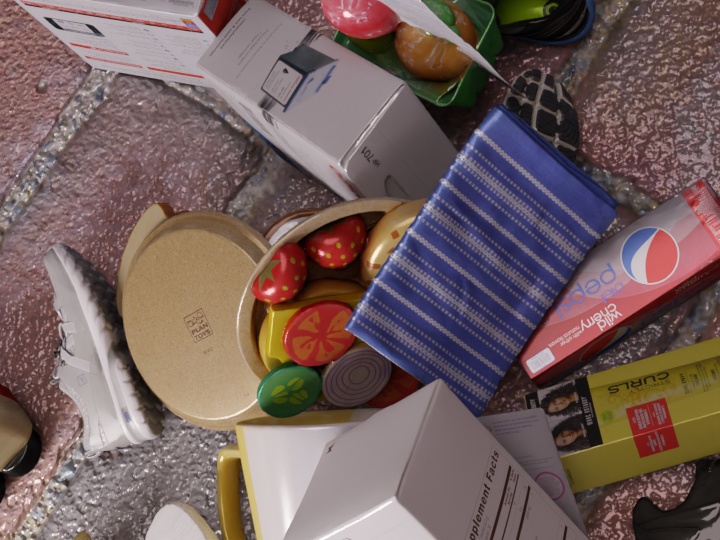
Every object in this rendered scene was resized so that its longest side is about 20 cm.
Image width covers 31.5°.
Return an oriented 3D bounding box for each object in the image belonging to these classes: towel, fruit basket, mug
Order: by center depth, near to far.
[{"bbox_3d":[0.095,-0.004,0.950,0.201,0.144,0.024,-56,29,-1],"label":"towel"},{"bbox_3d":[0.026,-0.205,0.986,0.184,0.200,0.095,31,89,32],"label":"fruit basket"},{"bbox_3d":[-0.026,0.192,1.020,0.147,0.186,0.156,-3,88,-18],"label":"mug"}]

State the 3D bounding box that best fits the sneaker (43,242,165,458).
[{"bbox_3d":[-0.248,0.069,1.131,0.081,0.075,0.202,-27,71,7],"label":"sneaker"}]

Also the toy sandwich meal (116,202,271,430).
[{"bbox_3d":[-0.124,0.038,1.091,0.202,0.070,0.209,6,102,27],"label":"toy sandwich meal"}]

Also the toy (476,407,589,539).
[{"bbox_3d":[0.125,0.196,0.969,0.114,0.047,0.203,-14,101,31],"label":"toy"}]

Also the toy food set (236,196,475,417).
[{"bbox_3d":[0.000,0.031,0.991,0.197,0.200,0.049,-9,39,-21],"label":"toy food set"}]

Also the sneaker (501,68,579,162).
[{"bbox_3d":[0.123,-0.078,1.057,0.077,0.079,0.202,28,65,-19],"label":"sneaker"}]

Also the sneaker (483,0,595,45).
[{"bbox_3d":[0.101,-0.230,1.098,0.196,0.083,0.072,0,77,18],"label":"sneaker"}]

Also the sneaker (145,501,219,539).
[{"bbox_3d":[-0.105,0.278,1.035,0.075,0.088,0.201,-45,58,15],"label":"sneaker"}]

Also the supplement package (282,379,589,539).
[{"bbox_3d":[0.062,0.201,0.874,0.121,0.120,0.200,-33,108,35],"label":"supplement package"}]

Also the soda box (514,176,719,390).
[{"bbox_3d":[0.207,0.014,1.013,0.198,0.070,0.064,-33,69,7],"label":"soda box"}]

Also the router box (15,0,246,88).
[{"bbox_3d":[-0.190,-0.222,1.131,0.197,0.179,0.050,12,80,18],"label":"router box"}]

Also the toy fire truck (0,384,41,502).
[{"bbox_3d":[-0.416,0.138,1.150,0.176,0.129,0.200,-47,57,2],"label":"toy fire truck"}]

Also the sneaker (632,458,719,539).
[{"bbox_3d":[0.294,0.175,0.950,0.197,0.076,0.092,-22,64,8],"label":"sneaker"}]

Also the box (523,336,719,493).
[{"bbox_3d":[0.229,0.109,0.981,0.197,0.050,0.076,-17,41,12],"label":"box"}]

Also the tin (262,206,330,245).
[{"bbox_3d":[0.000,0.000,1.097,0.197,0.042,0.114,-5,79,15],"label":"tin"}]

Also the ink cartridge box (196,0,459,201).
[{"bbox_3d":[-0.021,-0.120,1.045,0.199,0.146,0.086,35,84,39],"label":"ink cartridge box"}]

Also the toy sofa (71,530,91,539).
[{"bbox_3d":[-0.193,0.323,1.060,0.199,0.098,0.083,40,65,21],"label":"toy sofa"}]
